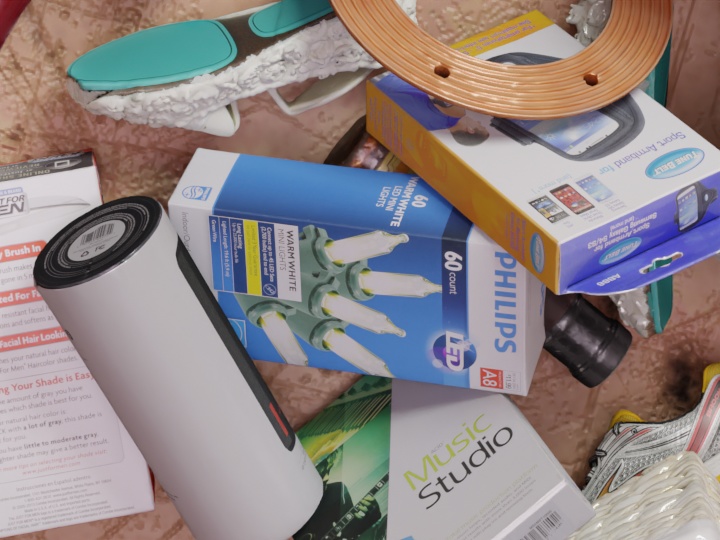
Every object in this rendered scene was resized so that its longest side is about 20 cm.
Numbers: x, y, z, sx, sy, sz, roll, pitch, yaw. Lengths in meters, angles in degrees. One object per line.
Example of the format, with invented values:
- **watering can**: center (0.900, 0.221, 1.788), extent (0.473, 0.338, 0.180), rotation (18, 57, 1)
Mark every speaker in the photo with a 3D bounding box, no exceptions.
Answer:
- **speaker**: center (-0.097, 0.062, 1.591), extent (0.081, 0.081, 0.200), rotation (-29, 117, 0)

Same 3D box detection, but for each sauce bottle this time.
- **sauce bottle**: center (0.067, -0.010, 1.655), extent (0.200, 0.066, 0.066), rotation (37, 95, -13)

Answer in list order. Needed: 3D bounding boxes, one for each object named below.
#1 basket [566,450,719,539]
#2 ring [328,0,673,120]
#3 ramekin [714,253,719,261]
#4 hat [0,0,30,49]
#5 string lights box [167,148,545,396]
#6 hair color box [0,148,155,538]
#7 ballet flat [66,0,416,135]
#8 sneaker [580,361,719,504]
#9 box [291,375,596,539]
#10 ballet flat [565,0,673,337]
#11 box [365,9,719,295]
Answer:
- **basket**: center (0.149, 0.235, 1.584), extent (0.198, 0.161, 0.200), rotation (-31, 103, 11)
- **ring**: center (0.072, -0.156, 1.584), extent (0.200, 0.201, 0.019), rotation (10, 142, -8)
- **ramekin**: center (0.266, -0.069, 1.599), extent (0.105, 0.200, 0.201), rotation (29, 97, 0)
- **hat**: center (-0.122, -0.207, 1.584), extent (0.200, 0.166, 0.176), rotation (6, 131, 32)
- **string lights box**: center (0.000, 0.000, 1.603), extent (0.199, 0.059, 0.103), rotation (7, 127, 13)
- **hair color box**: center (-0.185, 0.042, 1.639), extent (0.111, 0.064, 0.201), rotation (-9, 103, -4)
- **ballet flat**: center (-0.059, -0.110, 1.612), extent (0.199, 0.072, 0.072), rotation (-18, 102, -3)
- **sneaker**: center (0.157, 0.128, 1.693), extent (0.200, 0.078, 0.082), rotation (-36, 79, 3)
- **box**: center (0.031, 0.121, 1.607), extent (0.144, 0.200, 0.036), rotation (-40, 121, 2)
- **ballet flat**: center (0.145, -0.064, 1.657), extent (0.072, 0.072, 0.201), rotation (-1, 97, -5)
- **box**: center (0.106, -0.061, 1.558), extent (0.119, 0.200, 0.042), rotation (-24, 133, -25)
